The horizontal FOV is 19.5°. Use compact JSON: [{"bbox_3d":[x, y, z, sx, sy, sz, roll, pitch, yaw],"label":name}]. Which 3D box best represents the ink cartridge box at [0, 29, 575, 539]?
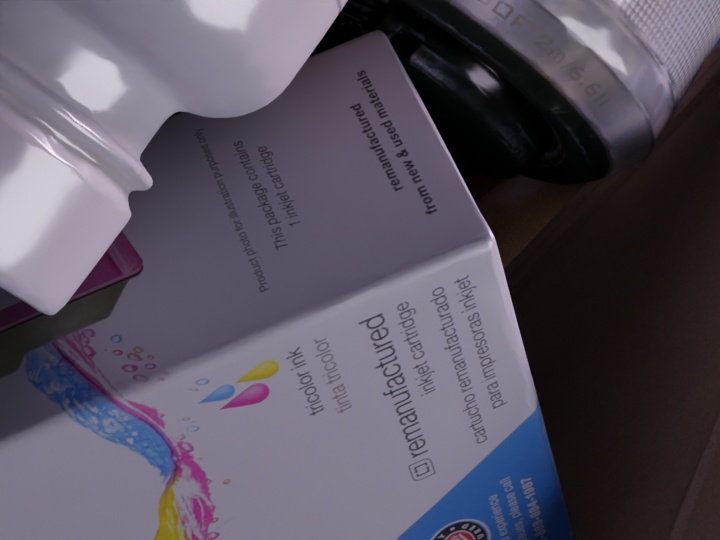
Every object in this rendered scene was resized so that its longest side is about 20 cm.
[{"bbox_3d":[-0.058,0.047,0.540,0.200,0.085,0.145,-22,139,-2],"label":"ink cartridge box"}]

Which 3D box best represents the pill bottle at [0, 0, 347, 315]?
[{"bbox_3d":[-0.045,-0.097,0.455,0.200,0.114,0.114,-56,166,-4],"label":"pill bottle"}]

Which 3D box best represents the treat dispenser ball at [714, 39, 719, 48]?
[{"bbox_3d":[0.175,-0.090,0.760,0.201,0.201,0.201,-52,165,-20],"label":"treat dispenser ball"}]

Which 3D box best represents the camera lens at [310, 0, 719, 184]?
[{"bbox_3d":[0.052,-0.137,0.589,0.200,0.160,0.160,-58,166,-7],"label":"camera lens"}]

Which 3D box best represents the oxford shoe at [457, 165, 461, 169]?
[{"bbox_3d":[0.024,-0.063,0.862,0.200,0.070,0.075,-43,166,-40],"label":"oxford shoe"}]

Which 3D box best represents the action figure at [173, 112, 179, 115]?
[{"bbox_3d":[-0.052,0.002,0.636,0.193,0.105,0.200,34,84,-50],"label":"action figure"}]

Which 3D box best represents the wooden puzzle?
[{"bbox_3d":[0.081,0.040,0.607,0.200,0.037,0.185,-54,-155,37],"label":"wooden puzzle"}]

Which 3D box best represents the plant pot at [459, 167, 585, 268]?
[{"bbox_3d":[0.000,0.000,0.816,0.200,0.028,0.200,-29,-170,6],"label":"plant pot"}]
